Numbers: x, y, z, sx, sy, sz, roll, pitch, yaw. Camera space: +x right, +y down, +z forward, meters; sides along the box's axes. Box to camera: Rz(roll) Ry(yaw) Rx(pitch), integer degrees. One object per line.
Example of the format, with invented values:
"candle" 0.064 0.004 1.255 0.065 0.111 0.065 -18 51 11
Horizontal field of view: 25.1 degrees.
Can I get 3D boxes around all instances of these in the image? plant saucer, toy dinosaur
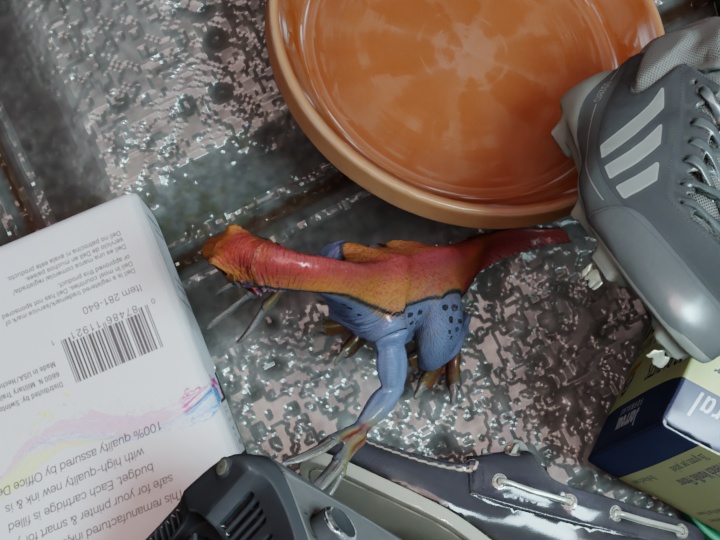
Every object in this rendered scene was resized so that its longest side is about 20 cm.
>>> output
"plant saucer" 0.051 -0.109 0.780 0.198 0.032 0.202 6 63 -11
"toy dinosaur" 0.000 0.000 0.710 0.105 0.182 0.200 34 75 17

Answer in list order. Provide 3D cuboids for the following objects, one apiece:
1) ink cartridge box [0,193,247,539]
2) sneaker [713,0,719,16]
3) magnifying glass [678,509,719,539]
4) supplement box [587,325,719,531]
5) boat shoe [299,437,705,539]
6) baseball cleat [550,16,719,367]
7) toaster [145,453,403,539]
"ink cartridge box" -0.129 0.088 0.751 0.144 0.084 0.202 -22 81 -2
"sneaker" 0.268 -0.137 0.793 0.198 0.075 0.077 14 88 14
"magnifying glass" 0.174 0.038 0.786 0.079 0.022 0.202 -12 82 -1
"supplement box" 0.240 0.034 0.711 0.199 0.134 0.201 28 77 2
"boat shoe" 0.069 0.115 0.758 0.198 0.073 0.063 23 62 3
"baseball cleat" 0.132 -0.047 0.654 0.106 0.201 0.070 -39 119 17
"toaster" -0.044 0.176 0.644 0.200 0.129 0.114 -48 37 18
